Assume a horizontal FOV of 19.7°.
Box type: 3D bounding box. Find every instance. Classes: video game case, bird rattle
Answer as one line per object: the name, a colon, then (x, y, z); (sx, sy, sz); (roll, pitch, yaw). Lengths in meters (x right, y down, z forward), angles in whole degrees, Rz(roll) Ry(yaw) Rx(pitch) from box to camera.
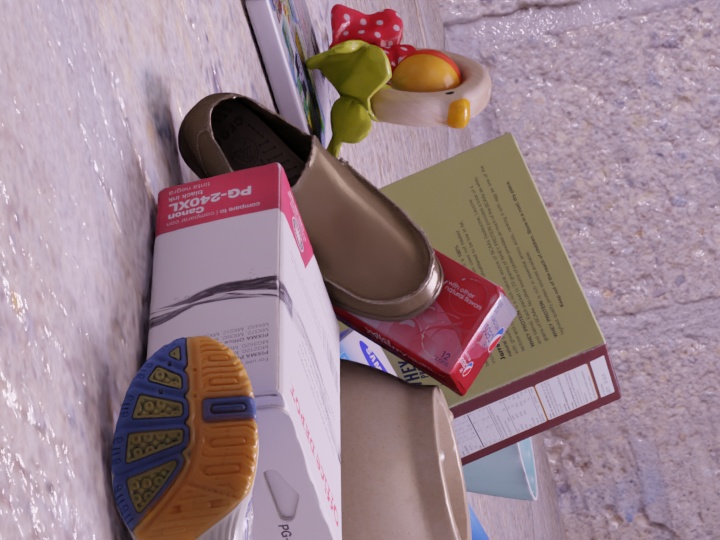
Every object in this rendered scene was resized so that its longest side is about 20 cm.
video game case: (-0.062, -0.196, 1.791); (0.183, 0.022, 0.200); (-90, 168, -52)
bird rattle: (0.035, -0.162, 1.833); (0.200, 0.163, 0.113); (-52, 150, -67)

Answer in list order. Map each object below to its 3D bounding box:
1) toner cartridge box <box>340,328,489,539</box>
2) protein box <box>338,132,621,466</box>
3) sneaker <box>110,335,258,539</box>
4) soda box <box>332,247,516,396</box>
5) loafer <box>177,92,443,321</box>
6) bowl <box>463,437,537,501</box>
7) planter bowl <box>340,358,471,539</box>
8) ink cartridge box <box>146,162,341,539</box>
toner cartridge box: (0.019, 0.145, 1.505); (0.200, 0.043, 0.095); (60, 29, -4)
protein box: (0.073, 0.036, 1.652); (0.135, 0.200, 0.199); (62, 6, -64)
sneaker: (-0.087, 0.136, 1.065); (0.088, 0.075, 0.201); (92, -3, -74)
soda box: (0.000, 0.000, 1.371); (0.070, 0.200, 0.063); (-56, 160, -8)
loafer: (-0.034, -0.041, 1.305); (0.076, 0.200, 0.067); (-54, 176, -9)
bowl: (0.128, 0.167, 2.318); (0.201, 0.105, 0.201); (-10, 90, -82)
planter bowl: (-0.001, 0.145, 1.363); (0.200, 0.134, 0.201); (-10, 90, -82)
ink cartridge box: (-0.065, 0.060, 1.210); (0.200, 0.083, 0.145); (-91, 168, -49)
